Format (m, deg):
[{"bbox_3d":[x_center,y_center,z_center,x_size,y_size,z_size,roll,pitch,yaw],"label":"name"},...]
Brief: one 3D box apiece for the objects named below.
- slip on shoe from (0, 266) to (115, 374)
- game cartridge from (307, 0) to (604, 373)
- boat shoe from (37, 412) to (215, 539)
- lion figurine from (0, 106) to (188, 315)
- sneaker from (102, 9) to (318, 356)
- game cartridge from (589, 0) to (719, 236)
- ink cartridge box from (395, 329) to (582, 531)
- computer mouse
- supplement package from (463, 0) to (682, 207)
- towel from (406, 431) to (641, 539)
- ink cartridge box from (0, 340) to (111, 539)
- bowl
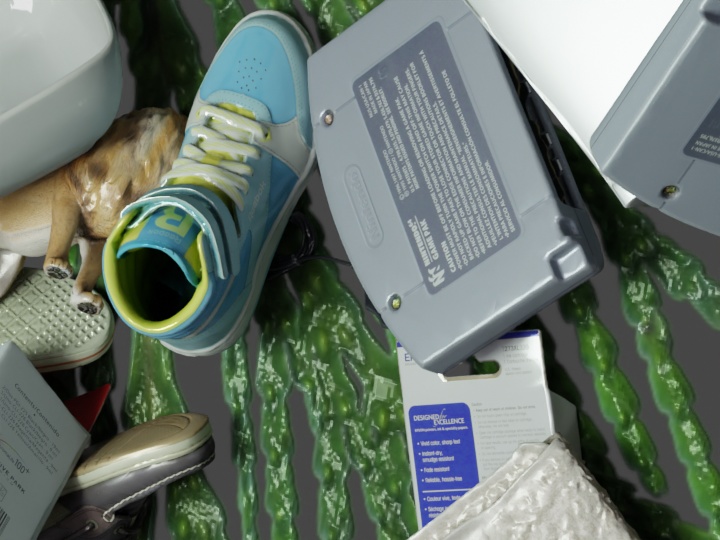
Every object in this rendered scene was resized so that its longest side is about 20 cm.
[{"bbox_3d":[-0.236,0.044,1.680,0.199,0.061,0.075,-8,54,22],"label":"slip on shoe"},{"bbox_3d":[0.043,-0.054,1.473,0.133,0.041,0.201,-32,63,25],"label":"game cartridge"},{"bbox_3d":[-0.159,0.142,1.636,0.199,0.072,0.065,-24,96,28],"label":"boat shoe"},{"bbox_3d":[-0.186,-0.029,1.610,0.199,0.072,0.123,-10,52,31],"label":"lion figurine"},{"bbox_3d":[-0.079,-0.049,1.501,0.079,0.131,0.201,15,92,13],"label":"sneaker"},{"bbox_3d":[0.214,-0.069,1.300,0.133,0.199,0.042,-54,34,37],"label":"game cartridge"},{"bbox_3d":[0.077,0.133,1.501,0.094,0.037,0.202,-5,95,33],"label":"ink cartridge box"},{"bbox_3d":[0.000,0.000,1.540,0.199,0.034,0.059,11,87,38],"label":"computer mouse"},{"bbox_3d":[0.147,-0.160,1.376,0.156,0.111,0.200,-46,72,28],"label":"supplement package"},{"bbox_3d":[0.113,0.198,1.450,0.132,0.034,0.200,-40,86,12],"label":"towel"},{"bbox_3d":[-0.267,0.123,1.624,0.199,0.176,0.084,-20,119,35],"label":"ink cartridge box"},{"bbox_3d":[-0.237,-0.101,1.580,0.200,0.199,0.075,53,167,51],"label":"bowl"}]
